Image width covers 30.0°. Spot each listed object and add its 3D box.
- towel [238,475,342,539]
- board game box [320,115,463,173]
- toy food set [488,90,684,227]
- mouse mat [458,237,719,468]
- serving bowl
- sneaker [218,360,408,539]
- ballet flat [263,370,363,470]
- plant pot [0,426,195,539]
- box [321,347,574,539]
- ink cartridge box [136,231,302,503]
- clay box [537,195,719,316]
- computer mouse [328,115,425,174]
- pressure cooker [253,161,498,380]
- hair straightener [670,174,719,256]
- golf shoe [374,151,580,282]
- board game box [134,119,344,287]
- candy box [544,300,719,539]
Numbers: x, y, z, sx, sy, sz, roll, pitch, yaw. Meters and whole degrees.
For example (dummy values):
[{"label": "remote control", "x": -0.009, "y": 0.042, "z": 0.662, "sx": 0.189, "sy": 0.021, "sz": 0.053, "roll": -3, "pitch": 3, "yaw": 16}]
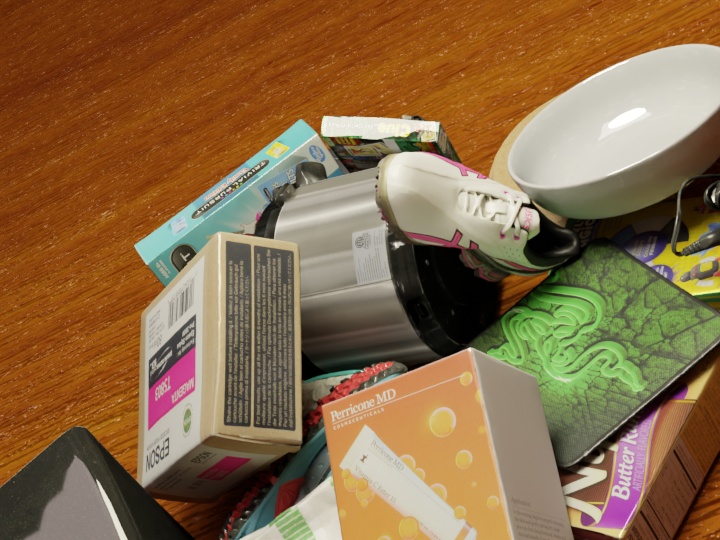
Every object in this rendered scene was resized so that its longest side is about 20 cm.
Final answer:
[{"label": "towel", "x": -0.009, "y": 0.224, "z": 0.968, "sx": 0.200, "sy": 0.023, "sz": 0.153, "roll": -34, "pitch": 64, "yaw": 0}, {"label": "board game box", "x": 0.041, "y": -0.092, "z": 1.215, "sx": 0.104, "sy": 0.200, "sz": 0.024, "roll": 2, "pitch": 75, "yaw": 17}, {"label": "toy food set", "x": 0.203, "y": -0.100, "z": 1.228, "sx": 0.199, "sy": 0.049, "sz": 0.198, "roll": -16, "pitch": 38, "yaw": 26}, {"label": "mouse mat", "x": 0.167, "y": 0.055, "z": 1.008, "sx": 0.161, "sy": 0.008, "sz": 0.200, "roll": -40, "pitch": 27, "yaw": -3}, {"label": "serving bowl", "x": 0.223, "y": -0.103, "z": 1.099, "sx": 0.200, "sy": 0.066, "sz": 0.200, "roll": -27, "pitch": 24, "yaw": 13}, {"label": "sneaker", "x": -0.018, "y": 0.162, "z": 1.058, "sx": 0.200, "sy": 0.095, "sz": 0.079, "roll": -49, "pitch": 10, "yaw": -5}, {"label": "ballet flat", "x": -0.058, "y": 0.138, "z": 1.153, "sx": 0.200, "sy": 0.072, "sz": 0.072, "roll": -17, "pitch": 37, "yaw": 35}, {"label": "plant pot", "x": -0.201, "y": 0.277, "z": 0.992, "sx": 0.200, "sy": 0.200, "sz": 0.177, "roll": -40, "pitch": 44, "yaw": -9}, {"label": "box", "x": 0.063, "y": 0.171, "z": 0.884, "sx": 0.124, "sy": 0.097, "sz": 0.201, "roll": -24, "pitch": 62, "yaw": 26}, {"label": "ink cartridge box", "x": -0.117, "y": 0.083, "z": 1.075, "sx": 0.200, "sy": 0.075, "sz": 0.165, "roll": 140, "pitch": 134, "yaw": -56}, {"label": "clay box", "x": 0.227, "y": 0.000, "z": 1.082, "sx": 0.199, "sy": 0.048, "sz": 0.115, "roll": -8, "pitch": 41, "yaw": 33}, {"label": "computer mouse", "x": -0.014, "y": -0.102, "z": 1.387, "sx": 0.199, "sy": 0.053, "sz": 0.139, "roll": -20, "pitch": 35, "yaw": 6}, {"label": "pressure cooker", "x": -0.002, "y": -0.001, "z": 1.165, "sx": 0.199, "sy": 0.179, "sz": 0.176, "roll": -12, "pitch": 42, "yaw": 29}, {"label": "hair straightener", "x": 0.313, "y": -0.063, "z": 1.029, "sx": 0.199, "sy": 0.041, "sz": 0.077, "roll": -26, "pitch": 53, "yaw": -16}, {"label": "golf shoe", "x": 0.092, "y": -0.048, "z": 1.050, "sx": 0.092, "sy": 0.200, "sz": 0.073, "roll": -9, "pitch": 69, "yaw": 40}, {"label": "board game box", "x": -0.091, "y": -0.023, "z": 1.295, "sx": 0.200, "sy": 0.151, "sz": 0.047, "roll": -38, "pitch": 34, "yaw": -4}, {"label": "candy box", "x": 0.192, "y": 0.116, "z": 0.961, "sx": 0.116, "sy": 0.057, "sz": 0.200, "roll": 6, "pitch": 50, "yaw": 46}]
